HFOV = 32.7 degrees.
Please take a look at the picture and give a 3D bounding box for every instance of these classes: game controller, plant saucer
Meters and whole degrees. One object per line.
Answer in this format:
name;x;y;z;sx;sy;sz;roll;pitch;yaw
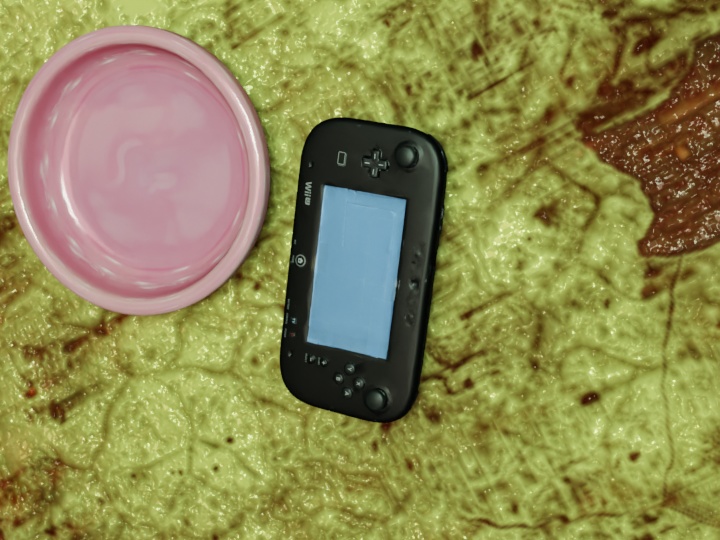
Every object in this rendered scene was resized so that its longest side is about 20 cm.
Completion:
game controller;0.000;0.000;0.836;0.103;0.042;0.202;10;100;15
plant saucer;-0.153;-0.071;0.874;0.198;0.051;0.203;3;100;17
